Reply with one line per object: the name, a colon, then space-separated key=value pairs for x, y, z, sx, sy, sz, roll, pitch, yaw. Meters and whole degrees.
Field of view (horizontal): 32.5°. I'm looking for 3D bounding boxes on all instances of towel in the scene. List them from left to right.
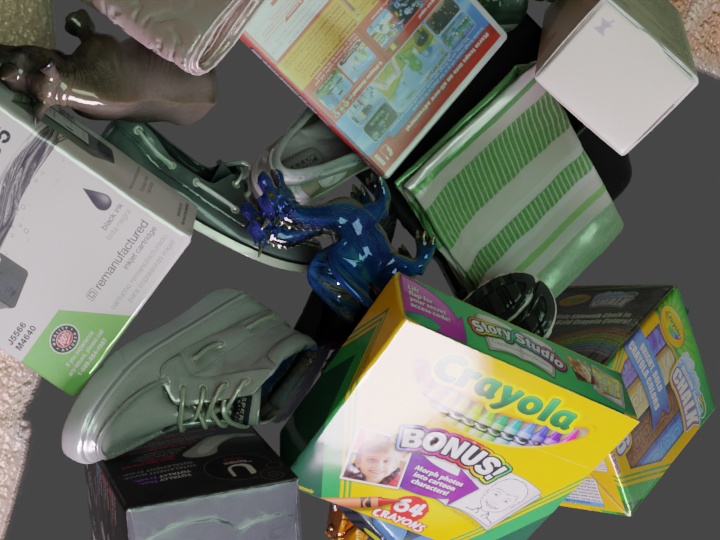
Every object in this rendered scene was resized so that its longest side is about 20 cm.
towel: x=-0.111 y=-0.242 z=0.837 sx=0.191 sy=0.199 sz=0.032 roll=-50 pitch=145 yaw=-7
towel: x=0.124 y=-0.049 z=0.973 sx=0.153 sy=0.023 sz=0.200 roll=-44 pitch=129 yaw=-9

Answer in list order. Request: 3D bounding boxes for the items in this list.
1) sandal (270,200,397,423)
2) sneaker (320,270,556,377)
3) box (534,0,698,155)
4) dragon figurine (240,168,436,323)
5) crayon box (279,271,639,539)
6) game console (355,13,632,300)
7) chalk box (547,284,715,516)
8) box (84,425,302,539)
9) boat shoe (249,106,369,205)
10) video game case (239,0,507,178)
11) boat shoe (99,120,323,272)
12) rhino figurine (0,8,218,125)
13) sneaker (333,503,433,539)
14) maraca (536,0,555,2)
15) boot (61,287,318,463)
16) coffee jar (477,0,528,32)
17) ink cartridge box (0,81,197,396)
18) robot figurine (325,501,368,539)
sandal: x=-0.014 y=0.039 z=0.980 sx=0.202 sy=0.048 sz=0.075 roll=-62 pitch=157 yaw=10
sneaker: x=0.062 y=0.065 z=0.959 sx=0.199 sy=0.079 sz=0.075 roll=-23 pitch=81 yaw=12
box: x=0.194 y=-0.174 z=0.945 sx=0.095 sy=0.200 sz=0.078 roll=40 pitch=116 yaw=-7
dragon figurine: x=0.000 y=0.000 z=0.888 sx=0.099 sy=0.059 sz=0.201 roll=-43 pitch=100 yaw=-26
crayon box: x=0.068 y=0.113 z=0.893 sx=0.199 sy=0.059 sz=0.173 roll=23 pitch=123 yaw=-21
game console: x=0.113 y=-0.087 z=1.043 sx=0.200 sy=0.116 sz=0.176 roll=-43 pitch=142 yaw=-8
chalk box: x=0.209 y=0.092 z=1.042 sx=0.200 sy=0.124 sz=0.125 roll=-37 pitch=113 yaw=-37
box: x=-0.127 y=0.175 z=0.899 sx=0.121 sy=0.200 sz=0.107 roll=-7 pitch=103 yaw=-20
boat shoe: x=0.002 y=-0.117 z=0.945 sx=0.201 sy=0.065 sz=0.075 roll=-36 pitch=86 yaw=-25
video game case: x=-0.005 y=-0.185 z=0.882 sx=0.200 sy=0.017 sz=0.143 roll=43 pitch=84 yaw=-20
boat shoe: x=-0.107 y=-0.057 z=0.932 sx=0.199 sy=0.073 sz=0.062 roll=25 pitch=95 yaw=-19
rhino figurine: x=-0.177 y=-0.134 z=0.841 sx=0.199 sy=0.087 sz=0.060 roll=-9 pitch=134 yaw=-51
sneaker: x=0.056 y=0.203 z=0.993 sx=0.200 sy=0.066 sz=0.079 roll=41 pitch=78 yaw=-26
maraca: x=0.165 y=-0.311 z=0.966 sx=0.106 sy=0.137 sz=0.202 roll=16 pitch=106 yaw=21
boot: x=-0.114 y=0.085 z=0.887 sx=0.200 sy=0.095 sz=0.074 roll=-41 pitch=148 yaw=-42
coffee jar: x=0.024 y=-0.225 z=0.941 sx=0.198 sy=0.085 sz=0.105 roll=-9 pitch=102 yaw=-19
ink cartridge box: x=-0.234 y=-0.035 z=0.845 sx=0.199 sy=0.084 sz=0.146 roll=35 pitch=102 yaw=-14
robot figurine: x=0.042 y=0.136 z=1.036 sx=0.144 sy=0.058 sz=0.202 roll=10 pitch=97 yaw=-24
